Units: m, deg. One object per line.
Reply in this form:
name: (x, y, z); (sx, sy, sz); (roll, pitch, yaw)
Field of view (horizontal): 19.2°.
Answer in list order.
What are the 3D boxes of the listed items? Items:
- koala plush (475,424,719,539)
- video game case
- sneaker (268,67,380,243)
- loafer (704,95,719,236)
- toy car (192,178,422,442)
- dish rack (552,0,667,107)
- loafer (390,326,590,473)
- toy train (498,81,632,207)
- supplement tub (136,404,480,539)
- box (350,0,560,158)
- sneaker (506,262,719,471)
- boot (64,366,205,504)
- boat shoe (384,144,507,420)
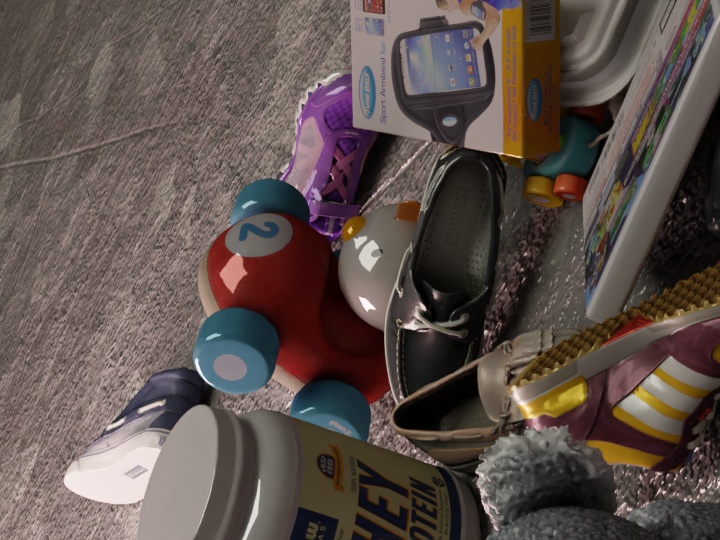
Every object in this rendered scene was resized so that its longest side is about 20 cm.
koala plush: (0.136, 0.168, 1.036); (0.183, 0.199, 0.179); (-30, 45, 57)
video game case: (0.181, -0.090, 1.283); (0.183, 0.023, 0.201); (-79, 9, -65)
sneaker: (-0.027, -0.078, 1.785); (0.201, 0.080, 0.089); (-60, 31, 35)
loafer: (0.234, -0.115, 1.216); (0.070, 0.068, 0.203); (-4, 71, 56)
toy car: (0.000, 0.000, 1.555); (0.200, 0.177, 0.185); (-37, 25, 32)
dish rack: (0.128, -0.194, 1.465); (0.199, 0.043, 0.173); (2, 63, 51)
loafer: (0.089, 0.084, 1.390); (0.200, 0.062, 0.073); (-36, 41, 54)
toy train: (0.130, -0.135, 1.488); (0.151, 0.055, 0.201); (-60, 24, 23)
supplement tub: (-0.035, 0.178, 1.420); (0.145, 0.198, 0.146); (-47, 32, 42)
box: (0.054, -0.149, 1.452); (0.199, 0.041, 0.120); (13, 109, 47)
sneaker: (0.184, 0.060, 1.201); (0.199, 0.091, 0.075); (-25, 9, 32)
boot: (-0.210, 0.158, 2.023); (0.199, 0.072, 0.091); (-25, 42, 50)
boat shoe: (0.057, 0.010, 1.468); (0.060, 0.075, 0.202); (-72, -12, -83)
